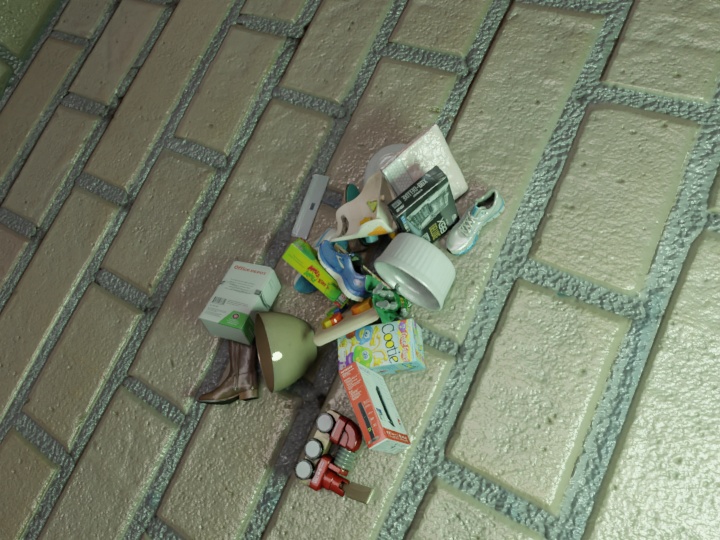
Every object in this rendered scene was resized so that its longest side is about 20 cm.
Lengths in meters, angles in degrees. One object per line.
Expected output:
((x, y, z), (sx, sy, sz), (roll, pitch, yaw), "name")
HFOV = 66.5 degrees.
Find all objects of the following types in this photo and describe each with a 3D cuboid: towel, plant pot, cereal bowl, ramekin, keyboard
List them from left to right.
((-0.187, 0.197, 1.417), (0.130, 0.202, 0.205), (-11, 62, -21), "plant pot")
((-0.148, -0.190, 1.625), (0.055, 0.011, 0.206), (15, 78, 20), "keyboard")
((0.093, -0.263, 1.515), (0.193, 0.083, 0.207), (-8, 68, 19), "cereal bowl")
((0.137, 0.000, 1.342), (0.197, 0.201, 0.099), (28, 75, 27), "ramekin")
((0.166, -0.237, 1.415), (0.189, 0.202, 0.032), (-37, 28, -4), "towel")

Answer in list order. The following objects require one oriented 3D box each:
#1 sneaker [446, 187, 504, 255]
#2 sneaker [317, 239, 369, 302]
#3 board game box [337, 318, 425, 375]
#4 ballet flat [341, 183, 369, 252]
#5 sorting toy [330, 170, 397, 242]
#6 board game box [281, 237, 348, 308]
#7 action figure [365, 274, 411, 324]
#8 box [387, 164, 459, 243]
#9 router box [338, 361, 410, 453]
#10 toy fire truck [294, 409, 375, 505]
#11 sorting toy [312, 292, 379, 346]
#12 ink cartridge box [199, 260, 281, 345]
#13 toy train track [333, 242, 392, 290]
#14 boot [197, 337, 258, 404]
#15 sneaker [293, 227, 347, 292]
((0.283, -0.131, 1.391), (0.075, 0.087, 0.201), (40, 89, 26), "sneaker")
((-0.034, -0.015, 1.377), (0.090, 0.078, 0.200), (-52, 56, 15), "sneaker")
((0.051, 0.195, 1.353), (0.193, 0.105, 0.107), (-11, 67, 17), "board game box")
((-0.027, -0.143, 1.532), (0.067, 0.067, 0.206), (-32, 57, 38), "ballet flat")
((0.004, -0.137, 1.431), (0.175, 0.108, 0.204), (-15, 42, 22), "sorting toy")
((-0.104, 0.004, 1.421), (0.199, 0.102, 0.048), (41, 103, -2), "board game box")
((0.081, 0.075, 1.332), (0.053, 0.199, 0.122), (-21, 74, 20), "action figure")
((0.162, -0.142, 1.372), (0.156, 0.201, 0.050), (-38, 57, -3), "box")
((0.035, 0.319, 1.260), (0.048, 0.200, 0.183), (-29, 63, 9), "router box")
((-0.039, 0.451, 1.297), (0.195, 0.129, 0.180), (24, 80, 15), "toy fire truck")
((-0.029, 0.104, 1.385), (0.181, 0.201, 0.037), (-25, 103, 11), "sorting toy")
((-0.327, 0.086, 1.519), (0.142, 0.085, 0.203), (10, 55, 23), "ink cartridge box")
((0.000, 0.000, 1.433), (0.199, 0.114, 0.033), (40, 92, 22), "toy train track")
((-0.362, 0.258, 1.514), (0.180, 0.064, 0.207), (-8, 71, 4), "boot")
((-0.116, -0.026, 1.523), (0.201, 0.076, 0.081), (-50, 37, 4), "sneaker")
